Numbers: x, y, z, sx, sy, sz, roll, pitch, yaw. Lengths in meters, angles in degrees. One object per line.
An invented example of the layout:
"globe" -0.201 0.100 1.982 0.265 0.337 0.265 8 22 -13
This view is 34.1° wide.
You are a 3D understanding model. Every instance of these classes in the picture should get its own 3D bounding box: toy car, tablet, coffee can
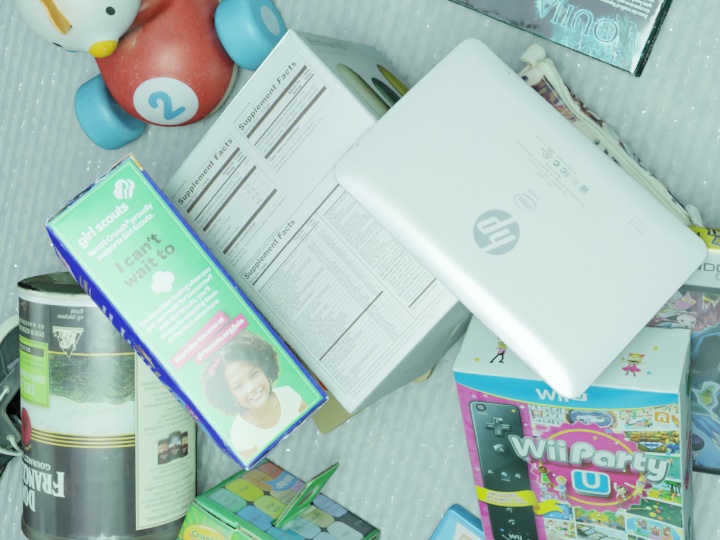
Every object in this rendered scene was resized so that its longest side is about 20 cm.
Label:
"toy car" -0.191 -0.194 0.886 0.183 0.200 0.178 -24 87 24
"tablet" 0.095 -0.035 0.702 0.200 0.014 0.130 44 78 11
"coffee can" -0.204 0.108 0.959 0.145 0.146 0.203 4 97 23

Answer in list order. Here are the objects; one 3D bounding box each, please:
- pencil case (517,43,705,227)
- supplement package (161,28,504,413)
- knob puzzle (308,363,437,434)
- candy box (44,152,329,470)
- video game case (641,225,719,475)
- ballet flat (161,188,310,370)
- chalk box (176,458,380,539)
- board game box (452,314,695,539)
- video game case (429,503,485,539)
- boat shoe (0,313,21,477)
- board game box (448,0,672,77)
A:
"pencil case" 0.164 -0.059 0.812 0.200 0.078 0.090 49 130 11
"supplement package" 0.002 -0.038 0.813 0.200 0.152 0.151 47 110 12
"knob puzzle" 0.000 0.000 0.919 0.217 0.030 0.222 3 97 24
"candy box" -0.122 0.033 0.801 0.077 0.169 0.200 -41 94 -12
"video game case" 0.226 0.058 0.769 0.179 0.026 0.202 7 130 18
"ballet flat" -0.099 0.011 0.913 0.200 0.063 0.069 41 113 14
"chalk box" -0.075 0.238 0.930 0.123 0.124 0.202 27 104 18
"board game box" 0.150 0.127 0.801 0.146 0.064 0.202 4 129 23
"video game case" 0.118 0.297 0.910 0.199 0.018 0.144 34 109 17
"boat shoe" -0.320 0.140 1.054 0.067 0.072 0.201 33 106 21
"board game box" 0.132 -0.237 0.832 0.199 0.028 0.136 27 107 18
